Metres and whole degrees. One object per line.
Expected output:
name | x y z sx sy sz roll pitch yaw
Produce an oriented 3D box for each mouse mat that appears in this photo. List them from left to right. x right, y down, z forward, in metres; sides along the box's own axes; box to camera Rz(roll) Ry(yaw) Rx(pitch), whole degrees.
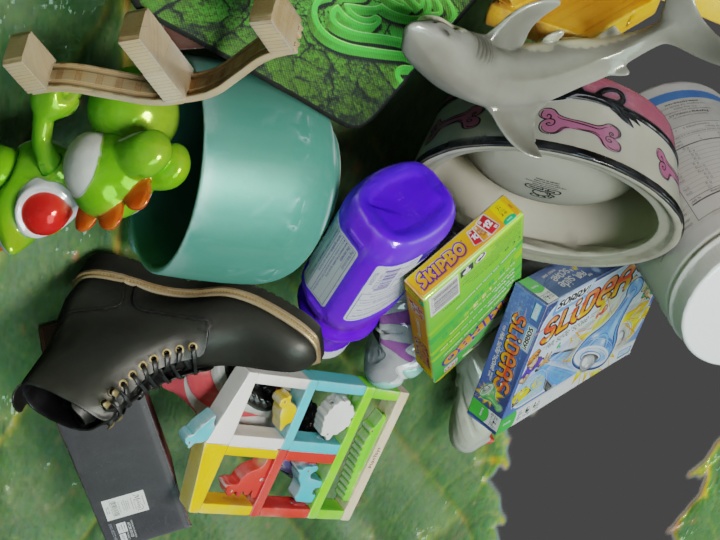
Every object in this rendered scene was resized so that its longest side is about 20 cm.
mouse mat | -0.023 -0.182 1.029 0.199 0.008 0.161 25 117 -36

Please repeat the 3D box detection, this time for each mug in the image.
mug | -0.089 -0.069 1.161 0.114 0.185 0.153 6 96 -25

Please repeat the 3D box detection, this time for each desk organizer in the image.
desk organizer | -0.197 0.128 1.333 0.071 0.077 0.201 -16 134 -5

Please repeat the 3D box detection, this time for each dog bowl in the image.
dog bowl | 0.137 -0.075 1.185 0.199 0.074 0.200 11 160 4

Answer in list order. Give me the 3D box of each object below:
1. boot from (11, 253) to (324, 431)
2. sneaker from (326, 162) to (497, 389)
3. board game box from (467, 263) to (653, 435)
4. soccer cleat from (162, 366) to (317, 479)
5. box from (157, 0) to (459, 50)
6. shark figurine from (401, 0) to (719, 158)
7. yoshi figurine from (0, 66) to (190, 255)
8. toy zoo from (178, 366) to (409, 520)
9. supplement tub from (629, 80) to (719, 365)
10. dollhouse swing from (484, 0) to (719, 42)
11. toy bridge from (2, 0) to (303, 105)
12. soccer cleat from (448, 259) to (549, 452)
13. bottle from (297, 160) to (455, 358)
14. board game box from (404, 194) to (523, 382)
boot | -0.138 0.074 1.203 0.199 0.139 0.078 10 137 18
sneaker | 0.010 -0.001 1.303 0.139 0.078 0.201 12 116 -28
board game box | 0.176 0.040 1.354 0.200 0.034 0.136 -25 142 -44
soccer cleat | -0.090 0.123 1.389 0.073 0.069 0.200 -12 143 23
box | -0.041 -0.203 1.076 0.199 0.100 0.075 -5 132 -17
shark figurine | 0.126 -0.120 1.070 0.213 0.090 0.128 -7 161 -11
yoshi figurine | -0.191 -0.081 1.114 0.199 0.113 0.112 -9 -171 34
toy zoo | -0.064 0.140 1.343 0.199 0.020 0.132 10 112 -39
supplement tub | 0.264 -0.040 1.269 0.131 0.201 0.132 -11 134 -11
dollhouse swing | 0.216 -0.227 1.083 0.181 0.175 0.201 -33 150 -45
toy bridge | -0.125 -0.130 1.024 0.199 0.027 0.067 -6 146 25
soccer cleat | 0.103 0.068 1.406 0.077 0.069 0.201 11 122 -17
bottle | 0.000 0.000 1.196 0.083 0.065 0.200 -31 166 -31
board game box | 0.079 0.019 1.237 0.095 0.030 0.200 -40 159 -11
